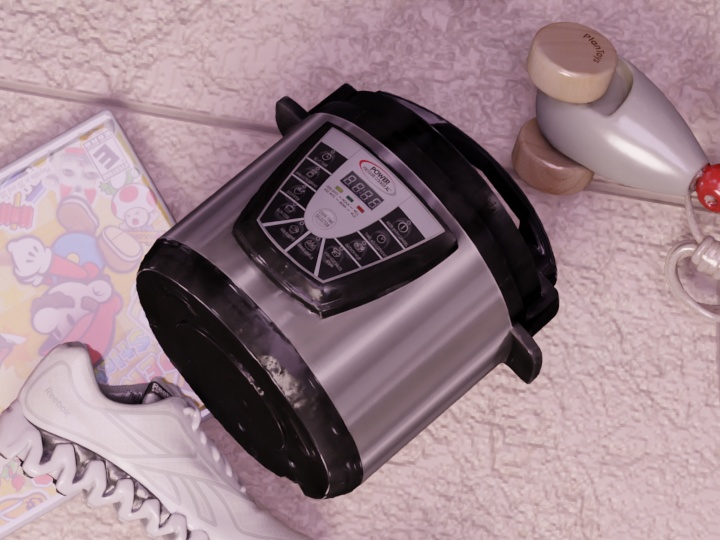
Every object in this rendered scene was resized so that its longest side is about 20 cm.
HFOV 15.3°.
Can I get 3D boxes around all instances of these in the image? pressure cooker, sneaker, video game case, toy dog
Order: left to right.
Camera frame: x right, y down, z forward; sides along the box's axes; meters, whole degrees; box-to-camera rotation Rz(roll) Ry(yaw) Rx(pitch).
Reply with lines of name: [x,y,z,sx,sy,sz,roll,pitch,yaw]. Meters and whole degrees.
video game case: [-0.183,0.035,1.517,0.200,0.023,0.182,-30,89,-5]
sneaker: [-0.103,0.110,1.480,0.200,0.075,0.081,30,85,-16]
pressure cooker: [-0.001,0.001,1.450,0.200,0.178,0.176,-39,116,-17]
toy dog: [0.179,-0.078,1.512,0.200,0.132,0.096,37,47,-5]
